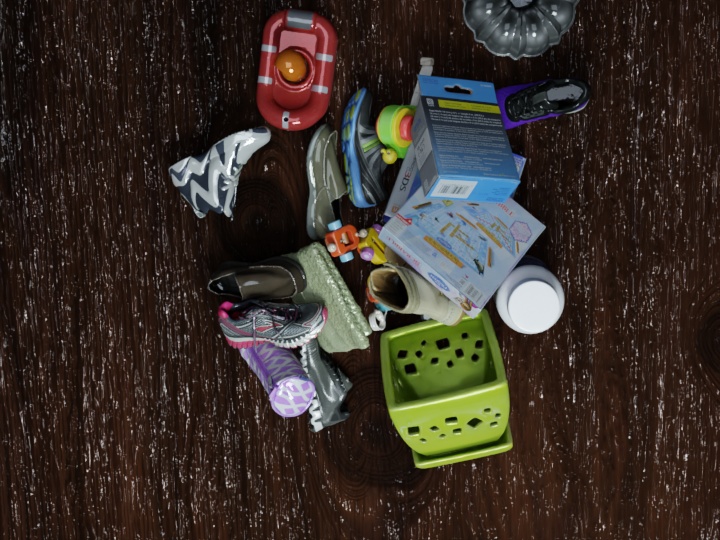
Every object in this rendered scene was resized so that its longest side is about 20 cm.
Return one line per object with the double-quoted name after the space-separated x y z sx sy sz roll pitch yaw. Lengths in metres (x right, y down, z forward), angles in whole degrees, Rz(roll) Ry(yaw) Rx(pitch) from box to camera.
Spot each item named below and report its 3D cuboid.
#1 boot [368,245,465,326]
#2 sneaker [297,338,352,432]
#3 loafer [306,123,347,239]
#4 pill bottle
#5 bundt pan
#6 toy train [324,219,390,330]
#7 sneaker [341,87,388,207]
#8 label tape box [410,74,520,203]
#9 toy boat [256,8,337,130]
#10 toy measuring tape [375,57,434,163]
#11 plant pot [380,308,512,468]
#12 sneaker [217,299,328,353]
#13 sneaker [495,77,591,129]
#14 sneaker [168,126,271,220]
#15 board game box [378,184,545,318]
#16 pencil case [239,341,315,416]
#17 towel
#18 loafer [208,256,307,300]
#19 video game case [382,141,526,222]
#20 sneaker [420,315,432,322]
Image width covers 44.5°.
0.066 0.007 1.431 0.073 0.154 0.201 -53 50 22 "boot"
-0.061 0.189 1.574 0.089 0.067 0.203 -9 109 -1 "sneaker"
-0.051 -0.151 1.519 0.069 0.075 0.203 8 109 18 "loafer"
0.276 0.041 1.456 0.109 0.200 0.113 1 98 5 "pill bottle"
0.265 -0.453 1.449 0.199 0.076 0.205 1 99 4 "bundt pan"
0.000 0.000 1.516 0.055 0.150 0.202 -14 103 39 "toy train"
0.013 -0.211 1.518 0.082 0.071 0.203 -7 96 -16 "sneaker"
0.160 -0.210 1.412 0.142 0.063 0.202 2 59 -19 "label tape box"
-0.112 -0.336 1.471 0.129 0.131 0.203 8 99 4 "toy boat"
0.072 -0.275 1.467 0.073 0.074 0.203 18 82 2 "toy measuring tape"
0.151 0.209 1.486 0.196 0.201 0.183 -14 126 7 "plant pot"
-0.150 0.085 1.495 0.197 0.081 0.075 -8 129 16 "sneaker"
0.285 -0.282 1.458 0.197 0.100 0.071 -14 95 6 "sneaker"
-0.225 -0.160 1.533 0.197 0.080 0.131 -24 97 8 "sneaker"
0.163 -0.061 1.405 0.200 0.041 0.200 41 64 6 "board game box"
-0.148 0.171 1.515 0.085 0.200 0.085 13 106 -30 "pencil case"
-0.066 0.053 1.529 0.148 0.036 0.202 -18 101 53 "towel"
-0.181 0.025 1.526 0.198 0.071 0.074 -4 115 32 "loafer"
0.158 -0.137 1.490 0.198 0.045 0.183 20 80 2 "video game case"
0.150 0.001 1.527 0.082 0.072 0.203 9 99 2 "sneaker"
